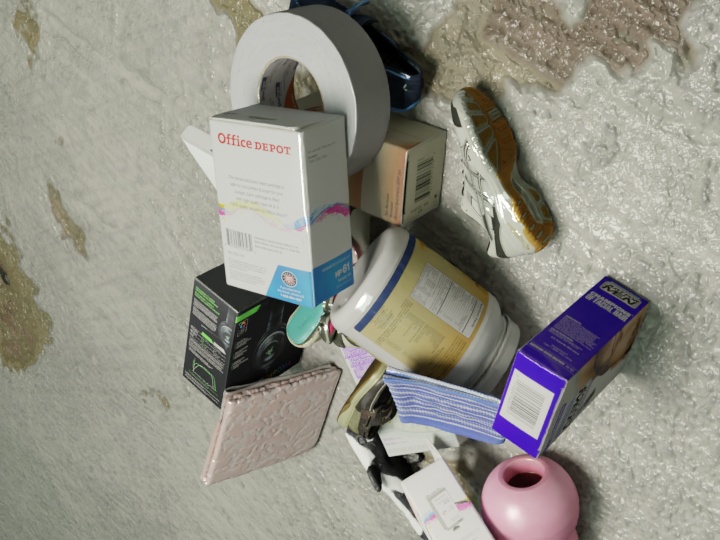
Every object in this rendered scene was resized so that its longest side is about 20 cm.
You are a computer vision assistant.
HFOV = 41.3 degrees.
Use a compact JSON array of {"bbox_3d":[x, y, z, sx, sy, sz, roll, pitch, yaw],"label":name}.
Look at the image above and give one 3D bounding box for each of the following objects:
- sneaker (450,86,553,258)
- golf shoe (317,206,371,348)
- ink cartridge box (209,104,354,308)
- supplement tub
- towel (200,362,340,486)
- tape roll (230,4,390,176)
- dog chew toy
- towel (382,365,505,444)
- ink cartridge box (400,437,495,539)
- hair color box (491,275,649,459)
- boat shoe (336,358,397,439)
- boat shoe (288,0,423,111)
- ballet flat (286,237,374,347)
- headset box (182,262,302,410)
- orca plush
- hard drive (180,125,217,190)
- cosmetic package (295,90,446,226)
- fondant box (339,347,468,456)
[{"bbox_3d":[0.138,-0.104,1.085,0.087,0.075,0.203,-21,95,46],"label":"sneaker"},{"bbox_3d":[0.000,0.000,1.234,0.086,0.077,0.205,9,90,1],"label":"golf shoe"},{"bbox_3d":[-0.088,-0.078,1.081,0.142,0.084,0.204,14,118,36],"label":"ink cartridge box"},{"bbox_3d":[0.078,0.059,1.140,0.198,0.146,0.144,35,136,-10],"label":"supplement tub"},{"bbox_3d":[-0.135,0.229,1.427,0.032,0.197,0.193,49,135,35],"label":"towel"},{"bbox_3d":[-0.061,-0.200,1.108,0.198,0.066,0.204,18,119,36],"label":"tape roll"},{"bbox_3d":[0.221,0.334,1.205,0.123,0.124,0.203,8,124,40],"label":"dog chew toy"},{"bbox_3d":[0.102,0.164,1.118,0.142,0.024,0.201,14,162,13],"label":"towel"},{"bbox_3d":[0.116,0.325,1.214,0.201,0.067,0.118,57,172,44],"label":"ink cartridge box"},{"bbox_3d":[0.226,0.099,1.015,0.064,0.199,0.111,31,129,24],"label":"hair color box"},{"bbox_3d":[0.022,0.167,1.250,0.064,0.074,0.201,35,154,5],"label":"boat shoe"},{"bbox_3d":[0.002,-0.278,1.129,0.198,0.085,0.069,36,150,6],"label":"boat shoe"},{"bbox_3d":[-0.031,0.026,1.318,0.200,0.062,0.068,-47,68,22],"label":"ballet flat"},{"bbox_3d":[-0.158,0.068,1.381,0.092,0.173,0.203,34,129,25],"label":"headset box"},{"bbox_3d":[0.063,0.291,1.363,0.071,0.105,0.202,-38,70,12],"label":"orca plush"},{"bbox_3d":[-0.148,-0.099,1.257,0.131,0.026,0.201,31,163,30],"label":"hard drive"},{"bbox_3d":[0.001,-0.143,1.185,0.198,0.087,0.105,24,125,33],"label":"cosmetic package"},{"bbox_3d":[0.060,0.145,1.300,0.143,0.058,0.203,-20,96,47],"label":"fondant box"}]
